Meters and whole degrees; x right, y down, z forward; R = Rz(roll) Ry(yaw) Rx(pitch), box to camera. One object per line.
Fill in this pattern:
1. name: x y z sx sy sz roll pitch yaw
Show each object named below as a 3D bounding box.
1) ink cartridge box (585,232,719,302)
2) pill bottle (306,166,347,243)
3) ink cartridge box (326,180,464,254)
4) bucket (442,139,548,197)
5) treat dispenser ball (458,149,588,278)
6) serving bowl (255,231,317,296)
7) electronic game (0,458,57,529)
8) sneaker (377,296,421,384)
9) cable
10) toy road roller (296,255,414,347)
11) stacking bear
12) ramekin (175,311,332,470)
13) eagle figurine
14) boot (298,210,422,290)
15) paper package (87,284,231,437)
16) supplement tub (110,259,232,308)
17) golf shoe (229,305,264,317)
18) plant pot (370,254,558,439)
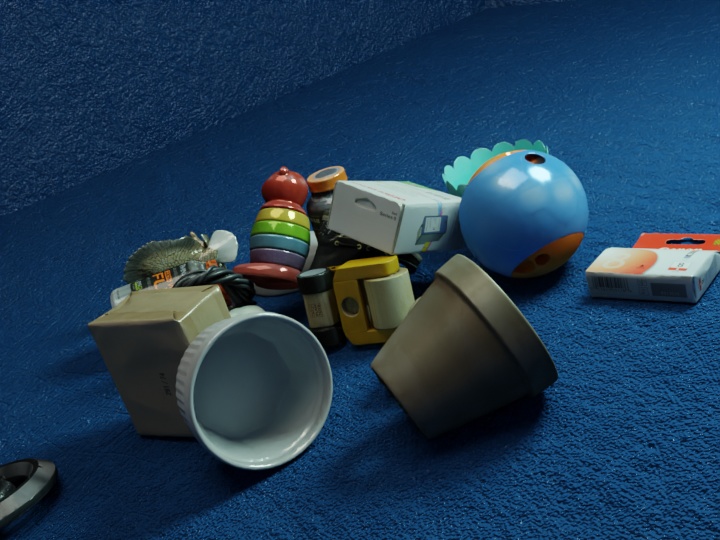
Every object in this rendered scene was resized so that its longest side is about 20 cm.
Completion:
1. ink cartridge box: 0.446 -0.024 1.319 0.162 0.050 0.200 3 33 41
2. pill bottle: -0.035 -0.085 1.633 0.106 0.201 0.106 -16 21 6
3. ink cartridge box: 0.065 -0.090 1.462 0.145 0.088 0.200 22 16 35
4. bucket: 0.256 -0.135 1.613 0.206 0.135 0.207 -16 23 7
5. treat dispenser ball: 0.255 -0.088 1.414 0.200 0.202 0.201 -16 22 6
6. serving bowl: -0.133 -0.027 1.755 0.199 0.066 0.200 -17 22 7
7. electronic game: -0.518 0.325 1.256 0.199 0.042 0.200 -20 15 6
8. sneaker: 0.092 0.107 1.288 0.075 0.071 0.200 13 36 20
9. cable: -0.254 0.059 1.525 0.162 0.200 0.051 -4 56 -18
10. toy road roller: 0.005 0.038 1.429 0.199 0.124 0.146 -6 13 28
11. stacking bear: -0.139 -0.077 1.567 0.113 0.201 0.121 0 -14 28
12. ramekin: -0.147 0.152 1.181 0.200 0.201 0.105 -30 15 -27
13. eagle figurine: -0.338 0.007 1.767 0.151 0.152 0.200 9 22 30
14. boot: -0.001 0.000 1.561 0.073 0.203 0.154 8 75 63
15. paper package: -0.265 0.135 1.300 0.190 0.201 0.103 -5 25 31
16. supplement tub: -0.340 0.059 1.638 0.199 0.123 0.123 -22 22 -8
17. golf shoe: -0.243 0.120 1.489 0.199 0.076 0.092 -22 26 -5
18. plant pot: 0.115 0.110 1.112 0.173 0.200 0.200 -38 25 -6
